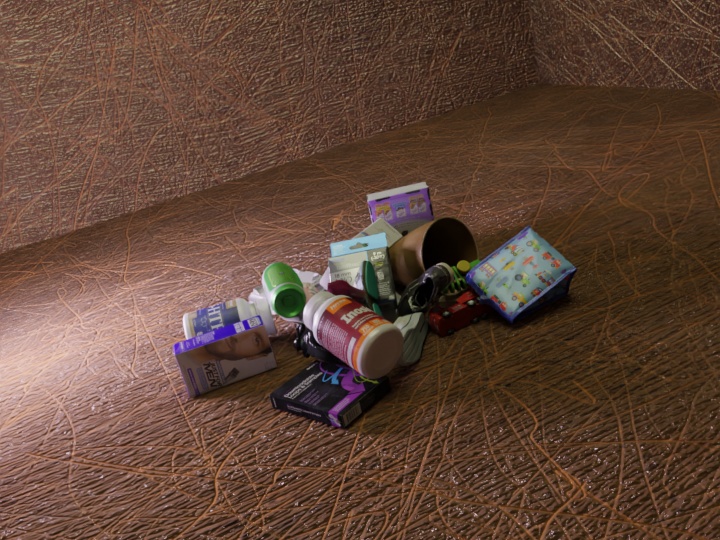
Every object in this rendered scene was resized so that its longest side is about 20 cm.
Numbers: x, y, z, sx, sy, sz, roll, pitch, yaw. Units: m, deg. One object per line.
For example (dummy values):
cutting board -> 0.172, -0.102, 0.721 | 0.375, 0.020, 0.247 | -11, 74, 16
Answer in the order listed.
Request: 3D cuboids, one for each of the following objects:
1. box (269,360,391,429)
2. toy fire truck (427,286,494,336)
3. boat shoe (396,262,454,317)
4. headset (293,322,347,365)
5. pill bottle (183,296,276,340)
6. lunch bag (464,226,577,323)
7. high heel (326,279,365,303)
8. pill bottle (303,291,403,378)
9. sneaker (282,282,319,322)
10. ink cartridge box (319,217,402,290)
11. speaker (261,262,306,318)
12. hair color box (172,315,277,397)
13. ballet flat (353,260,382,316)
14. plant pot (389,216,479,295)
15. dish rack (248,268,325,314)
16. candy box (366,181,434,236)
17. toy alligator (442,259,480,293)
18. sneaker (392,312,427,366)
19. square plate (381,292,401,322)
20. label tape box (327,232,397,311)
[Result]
box -> -0.061, 0.235, 1.386 | 0.199, 0.036, 0.143 | 4, 27, 42
toy fire truck -> 0.223, 0.072, 1.604 | 0.199, 0.049, 0.141 | -22, 22, -19
boat shoe -> 0.125, 0.055, 1.559 | 0.063, 0.073, 0.200 | -28, -15, -42
headset -> -0.079, 0.164, 1.525 | 0.123, 0.095, 0.200 | 1, 18, -40
pill bottle -> -0.303, 0.132, 1.678 | 0.199, 0.121, 0.120 | -16, 21, -7
lunch bag -> 0.337, 0.020, 1.547 | 0.199, 0.094, 0.151 | -29, 57, -21
high heel -> -0.083, 0.074, 1.556 | 0.200, 0.096, 0.068 | -38, 46, 40
pill bottle -> -0.020, 0.118, 1.397 | 0.113, 0.114, 0.199 | -28, 40, -33
sneaker -> -0.121, 0.078, 1.739 | 0.105, 0.076, 0.200 | -46, 30, -26
ink cartridge box -> 0.003, -0.027, 1.844 | 0.084, 0.145, 0.200 | 40, 42, 10
speaker -> -0.182, 0.043, 1.689 | 0.088, 0.089, 0.200 | -17, 21, -9
hair color box -> -0.293, 0.185, 1.551 | 0.199, 0.110, 0.065 | -19, 22, -13
ballet flat -> 0.008, 0.073, 1.561 | 0.074, 0.074, 0.201 | -12, 61, 3
plant pot -> 0.153, -0.026, 1.750 | 0.186, 0.188, 0.199 | -29, 13, -35
dish rack -> -0.197, 0.049, 1.932 | 0.199, 0.044, 0.171 | -28, 25, -36
candy box -> 0.119, -0.121, 1.945 | 0.166, 0.201, 0.072 | -12, 20, 2
toy alligator -> 0.241, 0.012, 1.609 | 0.199, 0.059, 0.055 | -19, 62, -11
sneaker -> 0.087, 0.147, 1.487 | 0.070, 0.074, 0.200 | -15, 10, 21
square plate -> 0.016, 0.090, 1.716 | 0.199, 0.029, 0.198 | -20, 21, -15
label tape box -> 0.000, 0.000, 1.663 | 0.143, 0.063, 0.201 | -11, 65, 6
